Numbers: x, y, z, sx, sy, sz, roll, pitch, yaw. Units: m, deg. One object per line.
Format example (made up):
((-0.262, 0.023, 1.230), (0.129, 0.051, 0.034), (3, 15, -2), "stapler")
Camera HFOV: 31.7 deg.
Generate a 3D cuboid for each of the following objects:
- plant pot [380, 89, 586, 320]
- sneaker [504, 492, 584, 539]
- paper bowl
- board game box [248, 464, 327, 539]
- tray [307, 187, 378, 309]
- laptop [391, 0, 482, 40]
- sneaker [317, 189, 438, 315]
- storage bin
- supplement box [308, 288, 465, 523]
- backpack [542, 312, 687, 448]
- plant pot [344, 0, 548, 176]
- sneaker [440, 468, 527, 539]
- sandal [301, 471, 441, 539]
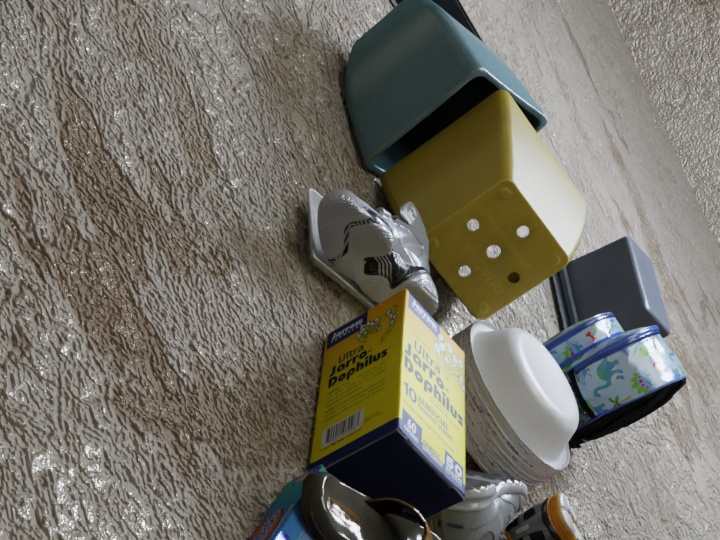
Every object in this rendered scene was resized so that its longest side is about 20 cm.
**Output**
((0.157, -0.061, 1.541), (0.201, 0.199, 0.177), (50, 17, -20), "plant pot")
((0.217, 0.311, 1.447), (0.201, 0.076, 0.079), (58, 12, -54), "sneaker")
((0.181, 0.150, 1.491), (0.201, 0.104, 0.202), (44, 24, -25), "paper bowl")
((-0.036, 0.273, 1.030), (0.153, 0.045, 0.200), (57, 25, -7), "board game box")
((0.000, 0.000, 1.421), (0.200, 0.022, 0.108), (40, 33, -38), "tray")
((0.129, -0.385, 2.098), (0.189, 0.115, 0.200), (60, -4, -2), "laptop")
((0.016, -0.038, 1.384), (0.200, 0.074, 0.116), (48, 26, -36), "sneaker")
((0.401, 0.056, 1.982), (0.145, 0.133, 0.202), (40, 32, -36), "storage bin")
((0.030, 0.137, 1.227), (0.109, 0.109, 0.201), (46, 28, -27), "supplement box")
((0.309, 0.139, 1.649), (0.182, 0.199, 0.149), (-5, 67, -62), "backpack")
((0.091, -0.241, 1.673), (0.195, 0.195, 0.202), (23, 35, -52), "plant pot")
((0.121, 0.259, 1.347), (0.199, 0.074, 0.083), (14, 86, -64), "sneaker")
((0.026, 0.223, 1.087), (0.200, 0.054, 0.082), (42, 29, -36), "sandal")
